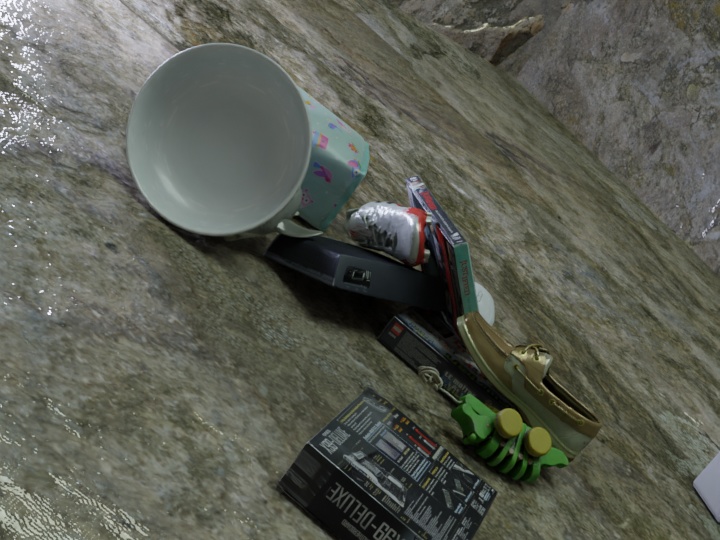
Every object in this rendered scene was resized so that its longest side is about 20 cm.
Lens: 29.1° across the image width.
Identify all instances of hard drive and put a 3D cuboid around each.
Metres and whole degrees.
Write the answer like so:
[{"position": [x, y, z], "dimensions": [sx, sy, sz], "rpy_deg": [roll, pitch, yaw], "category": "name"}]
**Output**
[{"position": [0.000, 0.000, 1.578], "dimensions": [0.134, 0.043, 0.199], "rpy_deg": [23, 6, 42], "category": "hard drive"}]

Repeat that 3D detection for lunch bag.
[{"position": [-0.077, -0.163, 1.791], "dimensions": [0.169, 0.122, 0.201], "rpy_deg": [33, 23, -10], "category": "lunch bag"}]

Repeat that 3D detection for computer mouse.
[{"position": [0.142, 0.049, 1.802], "dimensions": [0.109, 0.044, 0.200], "rpy_deg": [35, 17, -4], "category": "computer mouse"}]

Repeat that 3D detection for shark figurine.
[{"position": [-0.097, -0.100, 1.569], "dimensions": [0.126, 0.091, 0.215], "rpy_deg": [3, 23, 7], "category": "shark figurine"}]

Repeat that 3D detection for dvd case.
[{"position": [0.098, -0.009, 1.636], "dimensions": [0.200, 0.022, 0.148], "rpy_deg": [-122, -162, -61], "category": "dvd case"}]

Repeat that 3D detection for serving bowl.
[{"position": [-0.145, -0.134, 1.470], "dimensions": [0.199, 0.201, 0.066], "rpy_deg": [38, 1, 6], "category": "serving bowl"}]

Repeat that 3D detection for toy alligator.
[{"position": [0.133, 0.172, 1.453], "dimensions": [0.199, 0.059, 0.055], "rpy_deg": [33, 58, -15], "category": "toy alligator"}]

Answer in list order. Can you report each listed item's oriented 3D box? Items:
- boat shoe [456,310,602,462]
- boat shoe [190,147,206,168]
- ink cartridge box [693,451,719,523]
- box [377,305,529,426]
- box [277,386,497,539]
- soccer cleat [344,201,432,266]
[{"position": [0.187, 0.115, 1.531], "dimensions": [0.200, 0.066, 0.074], "rpy_deg": [49, 17, 1], "category": "boat shoe"}, {"position": [-0.172, -0.131, 1.603], "dimensions": [0.073, 0.067, 0.200], "rpy_deg": [34, 17, -11], "category": "boat shoe"}, {"position": [0.569, 0.290, 1.851], "dimensions": [0.199, 0.145, 0.085], "rpy_deg": [27, 20, -29], "category": "ink cartridge box"}, {"position": [0.118, 0.119, 1.587], "dimensions": [0.199, 0.035, 0.110], "rpy_deg": [40, 17, 9], "category": "box"}, {"position": [0.029, 0.188, 1.198], "dimensions": [0.157, 0.050, 0.200], "rpy_deg": [39, 17, 6], "category": "box"}, {"position": [0.031, -0.046, 1.615], "dimensions": [0.084, 0.070, 0.200], "rpy_deg": [2, 10, -10], "category": "soccer cleat"}]
